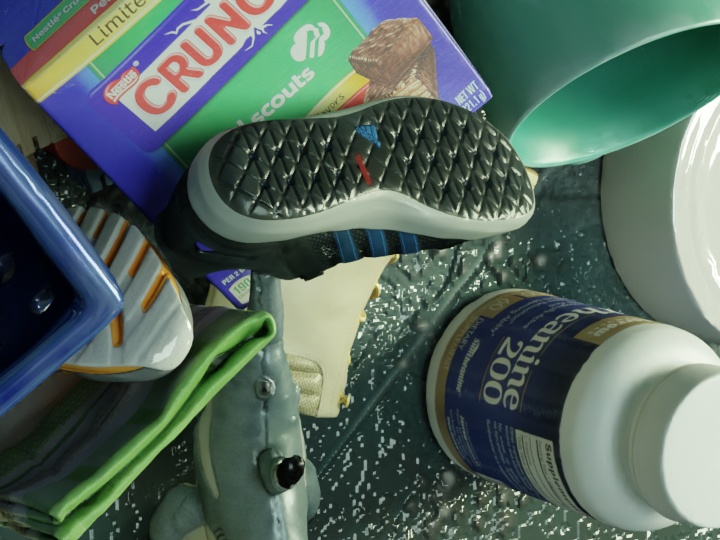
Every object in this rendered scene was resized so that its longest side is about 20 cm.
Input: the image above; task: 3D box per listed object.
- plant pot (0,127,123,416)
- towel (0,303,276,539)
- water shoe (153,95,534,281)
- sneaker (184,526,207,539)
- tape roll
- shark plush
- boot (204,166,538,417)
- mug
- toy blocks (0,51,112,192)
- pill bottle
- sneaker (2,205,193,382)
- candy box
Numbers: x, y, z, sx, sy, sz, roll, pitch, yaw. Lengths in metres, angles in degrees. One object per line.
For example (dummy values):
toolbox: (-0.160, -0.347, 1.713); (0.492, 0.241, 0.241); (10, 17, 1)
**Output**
plant pot: (-0.249, -0.024, 1.228); (0.200, 0.180, 0.200); (-39, 118, 1)
towel: (-0.131, 0.064, 1.327); (0.149, 0.200, 0.031); (-47, 108, -17)
water shoe: (-0.009, -0.036, 1.301); (0.199, 0.079, 0.072); (0, 64, -38)
sneaker: (-0.112, 0.185, 1.438); (0.072, 0.072, 0.201); (40, 73, -22)
tape roll: (0.240, -0.052, 1.622); (0.201, 0.071, 0.204); (-6, 101, -31)
shark plush: (-0.038, 0.087, 1.365); (0.090, 0.083, 0.201); (3, 116, -25)
boot: (0.000, 0.000, 1.476); (0.199, 0.073, 0.156); (3, 100, -38)
mug: (0.114, -0.134, 1.471); (0.152, 0.185, 0.115); (-5, 66, -45)
toy blocks: (-0.126, -0.098, 1.376); (0.199, 0.100, 0.137); (-29, 124, -25)
pill bottle: (0.132, 0.078, 1.496); (0.110, 0.200, 0.112); (-6, 102, -32)
sneaker: (-0.141, 0.017, 1.317); (0.078, 0.199, 0.077); (-54, 131, -16)
candy box: (-0.056, -0.103, 1.305); (0.169, 0.077, 0.200); (-41, 134, 2)
